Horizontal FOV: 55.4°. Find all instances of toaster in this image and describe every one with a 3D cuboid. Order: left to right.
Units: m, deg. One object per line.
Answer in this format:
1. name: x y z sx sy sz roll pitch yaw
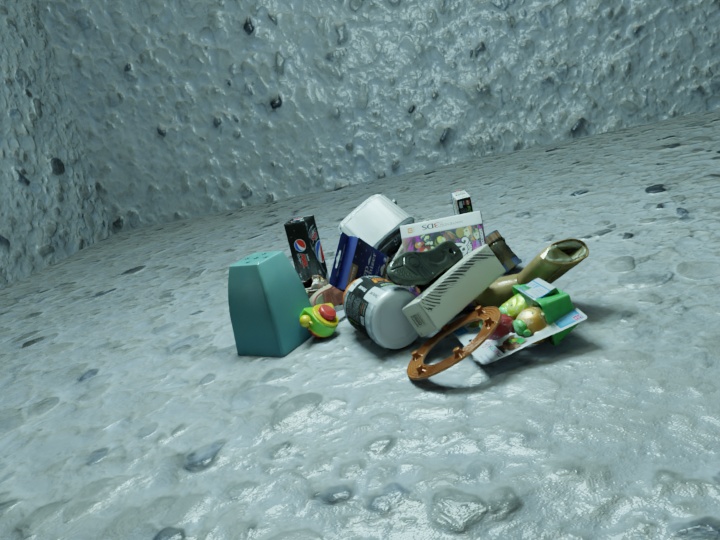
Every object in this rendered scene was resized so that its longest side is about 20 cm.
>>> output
1. toaster: 0.034 -0.091 1.702 0.200 0.129 0.114 -41 -25 -7

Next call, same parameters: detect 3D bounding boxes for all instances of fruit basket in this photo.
1. fruit basket: 0.274 0.090 1.225 0.197 0.095 0.185 -19 16 -5

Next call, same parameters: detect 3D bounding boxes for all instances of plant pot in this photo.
1. plant pot: -0.204 0.066 1.517 0.140 0.203 0.141 -3 18 35

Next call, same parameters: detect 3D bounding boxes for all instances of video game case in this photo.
1. video game case: 0.186 -0.013 1.468 0.179 0.203 0.036 -10 -9 13

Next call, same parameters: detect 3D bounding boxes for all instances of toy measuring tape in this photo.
1. toy measuring tape: -0.061 0.110 1.531 0.073 0.075 0.199 -2 1 37

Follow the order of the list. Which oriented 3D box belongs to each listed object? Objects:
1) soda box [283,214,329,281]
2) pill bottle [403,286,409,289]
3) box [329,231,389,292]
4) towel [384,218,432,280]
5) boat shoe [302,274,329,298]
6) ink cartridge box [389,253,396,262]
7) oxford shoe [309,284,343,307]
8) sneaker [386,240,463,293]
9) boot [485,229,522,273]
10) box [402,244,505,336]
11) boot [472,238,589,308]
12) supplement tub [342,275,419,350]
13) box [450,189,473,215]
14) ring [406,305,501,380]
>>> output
1. soda box: -0.141 -0.042 1.844 0.070 0.203 0.063 -7 17 23
2. pill bottle: 0.170 -0.006 1.604 0.115 0.118 0.200 -7 17 22
3. box: 0.000 0.000 1.550 0.032 0.123 0.200 9 -11 31
4. towel: 0.108 -0.032 1.666 0.034 0.201 0.132 34 28 11
5. boat shoe: -0.118 0.048 1.761 0.197 0.071 0.070 -15 14 -10
6. ink cartridge box: 0.069 -0.020 1.791 0.198 0.045 0.094 -19 -26 -17
7. oxford shoe: -0.047 0.048 1.702 0.198 0.072 0.074 -20 9 -30
8. sneaker: 0.114 0.009 1.380 0.198 0.077 0.115 -21 -24 -45
9. boot: 0.341 -0.028 1.659 0.074 0.098 0.200 -37 -17 10
10. box: 0.179 0.038 1.310 0.199 0.069 0.082 -38 2 -26
11. boot: 0.322 0.009 1.335 0.173 0.067 0.200 -18 -16 -17
12. supplement tub: 0.039 0.079 1.405 0.121 0.124 0.200 -18 16 -18
13. box: 0.258 -0.086 1.649 0.034 0.203 0.110 -12 15 4
14. ring: 0.160 0.122 1.206 0.199 0.019 0.200 -36 7 5
